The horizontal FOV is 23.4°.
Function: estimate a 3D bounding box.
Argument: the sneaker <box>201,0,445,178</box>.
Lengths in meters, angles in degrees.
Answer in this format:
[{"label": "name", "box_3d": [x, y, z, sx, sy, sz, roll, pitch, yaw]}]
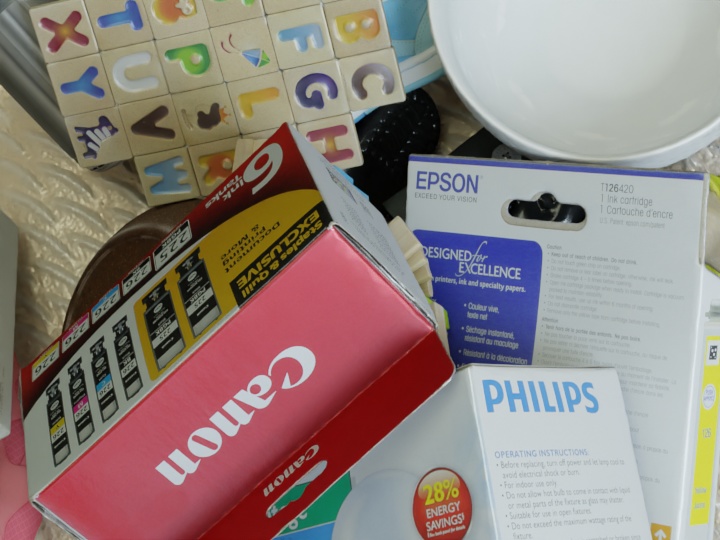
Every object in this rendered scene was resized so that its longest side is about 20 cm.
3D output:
[{"label": "sneaker", "box_3d": [-0.033, -0.148, 1.023, 0.199, 0.131, 0.080, -31, 35, 2]}]

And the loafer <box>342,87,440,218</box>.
[{"label": "loafer", "box_3d": [-0.032, -0.036, 1.073, 0.200, 0.073, 0.071, -48, 40, -13]}]

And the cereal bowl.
[{"label": "cereal bowl", "box_3d": [0.138, -0.144, 0.972, 0.198, 0.083, 0.202, -3, 74, 10]}]

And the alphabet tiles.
[{"label": "alphabet tiles", "box_3d": [-0.081, -0.123, 0.994, 0.198, 0.168, 0.006, -11, 24, 8]}]

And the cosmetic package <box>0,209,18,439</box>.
[{"label": "cosmetic package", "box_3d": [-0.289, 0.053, 1.086, 0.150, 0.052, 0.201, -30, 37, 14]}]

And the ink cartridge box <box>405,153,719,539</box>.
[{"label": "ink cartridge box", "box_3d": [0.103, 0.044, 0.934, 0.197, 0.047, 0.202, 7, 91, 41]}]

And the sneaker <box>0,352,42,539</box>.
[{"label": "sneaker", "box_3d": [-0.235, 0.126, 1.077, 0.073, 0.087, 0.201, -25, 39, 17]}]

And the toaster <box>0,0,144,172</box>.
[{"label": "toaster", "box_3d": [-0.167, -0.140, 1.088, 0.114, 0.200, 0.129, -44, 101, -13]}]

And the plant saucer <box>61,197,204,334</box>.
[{"label": "plant saucer", "box_3d": [-0.123, 0.055, 1.029, 0.199, 0.034, 0.202, -7, 80, 46]}]

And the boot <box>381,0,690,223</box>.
[{"label": "boot", "box_3d": [0.093, -0.092, 1.050, 0.200, 0.066, 0.165, -44, 59, 4]}]

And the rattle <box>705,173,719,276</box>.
[{"label": "rattle", "box_3d": [0.237, 0.044, 0.935, 0.199, 0.130, 0.144, 28, 91, 1]}]

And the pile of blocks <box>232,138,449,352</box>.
[{"label": "pile of blocks", "box_3d": [0.000, 0.000, 0.966, 0.082, 0.062, 0.201, -39, 61, 10]}]

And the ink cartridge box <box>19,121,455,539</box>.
[{"label": "ink cartridge box", "box_3d": [-0.067, 0.049, 0.854, 0.200, 0.084, 0.176, -43, 27, 8]}]

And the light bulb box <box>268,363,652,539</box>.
[{"label": "light bulb box", "box_3d": [0.038, 0.166, 0.868, 0.197, 0.124, 0.202, -22, 71, 40]}]
